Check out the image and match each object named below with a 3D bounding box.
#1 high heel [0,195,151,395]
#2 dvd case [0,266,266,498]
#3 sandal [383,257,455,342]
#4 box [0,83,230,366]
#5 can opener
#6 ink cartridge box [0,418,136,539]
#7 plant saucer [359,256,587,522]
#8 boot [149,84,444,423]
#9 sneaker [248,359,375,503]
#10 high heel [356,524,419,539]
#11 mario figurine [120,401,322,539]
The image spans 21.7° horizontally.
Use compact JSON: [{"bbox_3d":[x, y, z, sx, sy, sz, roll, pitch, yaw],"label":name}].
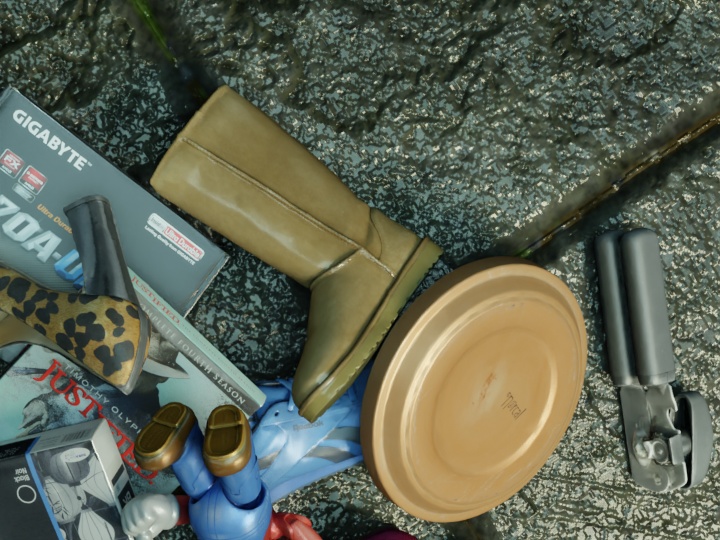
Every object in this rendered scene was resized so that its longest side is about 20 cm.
[{"bbox_3d":[-0.228,0.055,1.236,0.199,0.071,0.143,-32,56,18],"label":"high heel"},{"bbox_3d":[-0.182,0.104,1.307,0.146,0.022,0.200,44,111,-8],"label":"dvd case"},{"bbox_3d":[0.000,0.000,1.378,0.199,0.045,0.075,32,81,6],"label":"sandal"},{"bbox_3d":[-0.217,-0.008,1.337,0.200,0.046,0.159,38,88,-8],"label":"box"},{"bbox_3d":[0.222,0.067,1.414,0.066,0.053,0.202,-11,94,-40],"label":"can opener"},{"bbox_3d":[-0.192,0.208,1.318,0.099,0.039,0.202,-15,109,15],"label":"ink cartridge box"},{"bbox_3d":[0.088,0.089,1.343,0.199,0.032,0.202,-18,122,-32],"label":"plant saucer"},{"bbox_3d":[-0.063,-0.011,1.312,0.199,0.066,0.176,35,56,3],"label":"boot"},{"bbox_3d":[-0.041,0.105,1.347,0.199,0.066,0.079,-27,127,-5],"label":"sneaker"},{"bbox_3d":[-0.039,0.252,1.351,0.200,0.096,0.068,-41,98,-5],"label":"high heel"},{"bbox_3d":[-0.084,0.186,1.270,0.106,0.123,0.201,-38,132,-16],"label":"mario figurine"}]
